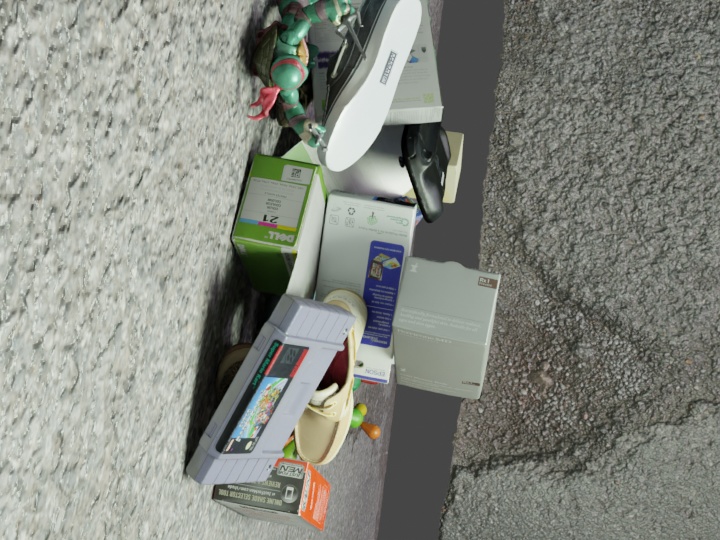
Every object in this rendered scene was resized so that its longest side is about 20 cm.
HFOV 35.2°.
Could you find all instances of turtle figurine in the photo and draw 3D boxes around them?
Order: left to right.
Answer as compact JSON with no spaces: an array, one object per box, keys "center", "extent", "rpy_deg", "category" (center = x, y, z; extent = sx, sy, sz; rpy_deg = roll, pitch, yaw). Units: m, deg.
[{"center":[-0.060,-0.214,1.139],"extent":[0.201,0.099,0.151],"rpy_deg":[-102,-149,-60],"category":"turtle figurine"}]

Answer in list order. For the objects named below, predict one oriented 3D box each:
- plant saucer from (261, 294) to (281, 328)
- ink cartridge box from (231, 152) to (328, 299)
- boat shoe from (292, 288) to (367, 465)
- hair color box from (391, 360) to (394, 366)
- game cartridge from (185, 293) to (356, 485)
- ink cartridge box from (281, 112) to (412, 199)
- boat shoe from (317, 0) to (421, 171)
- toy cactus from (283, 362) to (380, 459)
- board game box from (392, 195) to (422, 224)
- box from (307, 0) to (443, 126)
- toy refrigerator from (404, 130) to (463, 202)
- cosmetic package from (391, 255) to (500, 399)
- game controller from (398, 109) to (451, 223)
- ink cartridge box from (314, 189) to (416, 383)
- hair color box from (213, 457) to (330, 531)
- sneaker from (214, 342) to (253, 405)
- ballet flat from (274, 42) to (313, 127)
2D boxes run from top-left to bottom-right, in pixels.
[{"center":[-0.093,0.078,1.397],"extent":[0.201,0.038,0.205],"rpy_deg":[8,90,-82],"category":"plant saucer"},{"center":[-0.092,0.001,1.208],"extent":[0.148,0.075,0.203],"rpy_deg":[80,23,-68],"category":"ink cartridge box"},{"center":[-0.043,0.122,1.232],"extent":[0.069,0.073,0.203],"rpy_deg":[-34,135,-72],"category":"boat shoe"},{"center":[0.008,0.067,1.538],"extent":[0.065,0.197,0.111],"rpy_deg":[51,48,-80],"category":"hair color box"},{"center":[-0.086,0.122,1.124],"extent":[0.202,0.038,0.129],"rpy_deg":[-61,158,7],"category":"game cartridge"},{"center":[-0.013,-0.128,1.366],"extent":[0.199,0.048,0.147],"rpy_deg":[-40,119,-21],"category":"ink cartridge box"},{"center":[-0.005,-0.206,1.205],"extent":[0.071,0.067,0.203],"rpy_deg":[18,95,-54],"category":"boat shoe"},{"center":[-0.041,0.181,1.498],"extent":[0.199,0.102,0.166],"rpy_deg":[-34,151,-25],"category":"toy cactus"},{"center":[0.000,0.000,1.369],"extent":[0.201,0.034,0.135],"rpy_deg":[-52,177,9],"category":"board game box"},{"center":[0.012,-0.257,1.286],"extent":[0.036,0.142,0.203],"rpy_deg":[94,-9,-67],"category":"box"},{"center":[0.036,-0.148,1.537],"extent":[0.077,0.197,0.071],"rpy_deg":[-75,170,-46],"category":"toy refrigerator"},{"center":[0.092,0.066,1.244],"extent":[0.200,0.105,0.091],"rpy_deg":[75,27,-69],"category":"cosmetic package"},{"center":[0.077,-0.135,1.321],"extent":[0.201,0.041,0.106],"rpy_deg":[-74,155,-61],"category":"game controller"},{"center":[0.001,0.018,1.260],"extent":[0.039,0.098,0.203],"rpy_deg":[-57,157,-76],"category":"ink cartridge box"},{"center":[-0.097,0.255,1.309],"extent":[0.200,0.100,0.062],"rpy_deg":[74,26,-73],"category":"hair color box"},{"center":[-0.119,0.114,1.213],"extent":[0.201,0.069,0.076],"rpy_deg":[82,-7,-59],"category":"sneaker"},{"center":[-0.061,-0.220,1.316],"extent":[0.201,0.046,0.068],"rpy_deg":[-68,163,-62],"category":"ballet flat"}]
